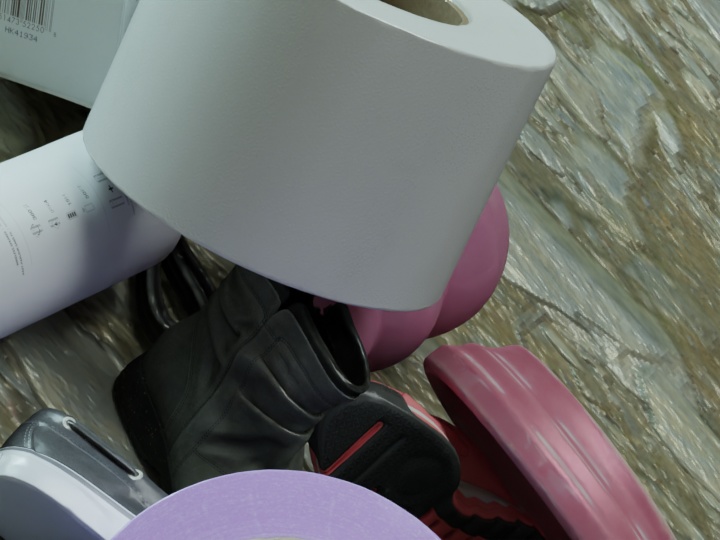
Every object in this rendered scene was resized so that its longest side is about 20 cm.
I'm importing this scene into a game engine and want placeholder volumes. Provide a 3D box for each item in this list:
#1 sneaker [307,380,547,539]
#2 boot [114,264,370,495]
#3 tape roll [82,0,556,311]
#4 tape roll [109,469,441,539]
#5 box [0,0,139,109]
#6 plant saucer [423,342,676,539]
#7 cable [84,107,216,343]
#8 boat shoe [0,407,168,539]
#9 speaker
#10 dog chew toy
[{"bbox_3d":[0.022,0.105,1.376,0.200,0.074,0.087,45,10,-47],"label":"sneaker"},{"bbox_3d":[-0.041,0.088,1.271,0.068,0.131,0.200,1,53,-49],"label":"boot"},{"bbox_3d":[-0.021,-0.088,1.290,0.202,0.140,0.203,24,17,-8],"label":"tape roll"},{"bbox_3d":[-0.038,0.191,1.124,0.199,0.066,0.201,4,68,-10],"label":"tape roll"},{"bbox_3d":[-0.125,-0.164,1.435,0.124,0.098,0.200,19,22,25],"label":"box"},{"bbox_3d":[0.111,0.115,1.402,0.201,0.051,0.201,54,-4,6],"label":"plant saucer"},{"bbox_3d":[-0.105,-0.042,1.415,0.097,0.050,0.200,29,34,-24],"label":"cable"},{"bbox_3d":[-0.088,0.137,1.220,0.200,0.070,0.066,35,46,-6],"label":"boat shoe"},{"bbox_3d":[-0.169,-0.014,1.278,0.081,0.081,0.200,51,32,6],"label":"speaker"},{"bbox_3d":[0.000,0.000,1.440,0.125,0.125,0.200,48,40,1],"label":"dog chew toy"}]
